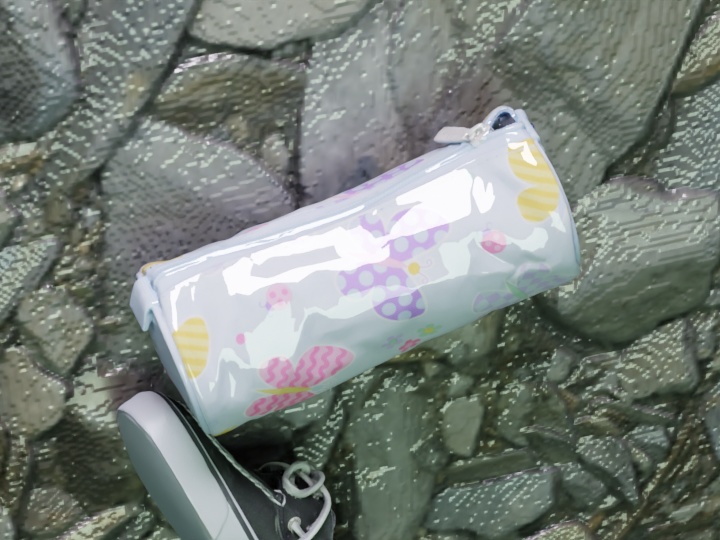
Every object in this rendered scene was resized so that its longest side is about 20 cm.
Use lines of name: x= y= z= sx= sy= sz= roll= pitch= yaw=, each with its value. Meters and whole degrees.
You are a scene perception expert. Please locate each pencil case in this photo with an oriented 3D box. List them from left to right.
pencil case: x=0.000 y=0.000 z=1.250 sx=0.200 sy=0.083 sz=0.091 roll=-25 pitch=145 yaw=-2

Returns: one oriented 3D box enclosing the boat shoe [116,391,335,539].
boat shoe: x=-0.042 y=0.122 z=1.331 sx=0.068 sy=0.074 sz=0.200 roll=-41 pitch=115 yaw=-14
